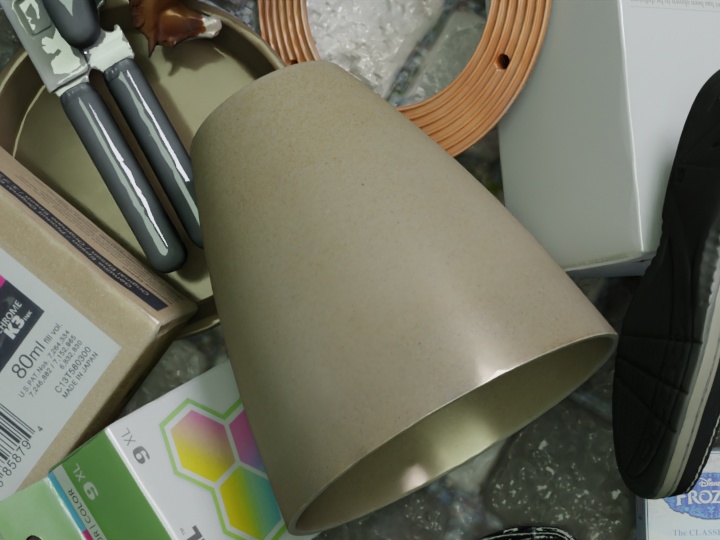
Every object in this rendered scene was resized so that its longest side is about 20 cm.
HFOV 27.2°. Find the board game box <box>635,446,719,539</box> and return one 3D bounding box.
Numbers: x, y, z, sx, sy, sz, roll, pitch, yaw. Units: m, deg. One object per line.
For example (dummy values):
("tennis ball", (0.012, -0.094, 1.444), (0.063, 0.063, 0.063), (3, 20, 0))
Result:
("board game box", (0.254, 0.196, 0.816), (0.199, 0.041, 0.200), (0, 86, 2))

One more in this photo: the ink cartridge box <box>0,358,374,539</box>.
("ink cartridge box", (-0.087, 0.117, 0.759), (0.059, 0.200, 0.104), (-36, 85, 38))

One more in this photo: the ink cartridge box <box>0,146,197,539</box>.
("ink cartridge box", (-0.214, 0.051, 0.807), (0.165, 0.075, 0.200), (37, 100, 4))

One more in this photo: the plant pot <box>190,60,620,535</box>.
("plant pot", (0.000, 0.000, 0.756), (0.187, 0.187, 0.200), (-30, 73, -1))

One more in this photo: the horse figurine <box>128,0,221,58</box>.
("horse figurine", (-0.074, -0.187, 0.748), (0.132, 0.200, 0.050), (-10, 68, 5))

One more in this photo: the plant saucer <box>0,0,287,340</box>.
("plant saucer", (-0.122, -0.058, 0.851), (0.199, 0.029, 0.201), (0, 86, 3))

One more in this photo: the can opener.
("can opener", (-0.140, -0.093, 0.811), (0.053, 0.066, 0.200), (-29, 89, 0))

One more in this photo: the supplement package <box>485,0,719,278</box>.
("supplement package", (0.147, -0.100, 0.786), (0.117, 0.117, 0.201), (-2, 84, -30))

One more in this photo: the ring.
("ring", (0.022, -0.154, 0.812), (0.200, 0.019, 0.201), (5, 98, 39))

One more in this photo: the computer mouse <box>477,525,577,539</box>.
("computer mouse", (0.036, 0.203, 0.826), (0.200, 0.034, 0.059), (-34, 84, -1))

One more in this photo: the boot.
("boot", (0.210, 0.018, 0.696), (0.153, 0.073, 0.204), (10, 100, -19))
